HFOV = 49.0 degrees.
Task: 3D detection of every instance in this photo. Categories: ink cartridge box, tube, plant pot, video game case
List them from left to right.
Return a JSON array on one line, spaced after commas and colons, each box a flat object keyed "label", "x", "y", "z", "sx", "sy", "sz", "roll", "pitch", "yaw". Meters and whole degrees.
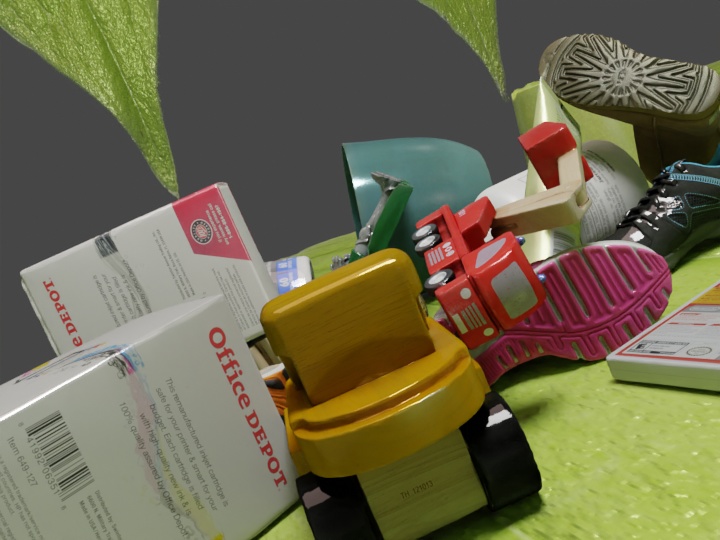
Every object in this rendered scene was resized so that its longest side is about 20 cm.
[{"label": "ink cartridge box", "x": -0.166, "y": 0.128, "z": 0.503, "sx": 0.200, "sy": 0.148, "sz": 0.144, "roll": -30, "pitch": 11, "yaw": -40}, {"label": "ink cartridge box", "x": -0.192, "y": 0.022, "z": 0.757, "sx": 0.199, "sy": 0.145, "sz": 0.084, "roll": -24, "pitch": 8, "yaw": 1}, {"label": "plant pot", "x": 0.074, "y": -0.068, "z": 0.950, "sx": 0.160, "sy": 0.202, "sz": 0.201, "roll": -11, "pitch": 9, "yaw": -1}, {"label": "tube", "x": 0.166, "y": -0.067, "z": 0.680, "sx": 0.052, "sy": 0.201, "sz": 0.058, "roll": 10, "pitch": -26, "yaw": 3}, {"label": "plant pot", "x": 0.275, "y": -0.155, "z": 0.959, "sx": 0.199, "sy": 0.185, "sz": 0.200, "roll": -22, "pitch": 8, "yaw": 3}, {"label": "video game case", "x": 0.269, "y": 0.019, "z": 0.484, "sx": 0.199, "sy": 0.018, "sz": 0.143, "roll": -27, "pitch": 10, "yaw": -25}]

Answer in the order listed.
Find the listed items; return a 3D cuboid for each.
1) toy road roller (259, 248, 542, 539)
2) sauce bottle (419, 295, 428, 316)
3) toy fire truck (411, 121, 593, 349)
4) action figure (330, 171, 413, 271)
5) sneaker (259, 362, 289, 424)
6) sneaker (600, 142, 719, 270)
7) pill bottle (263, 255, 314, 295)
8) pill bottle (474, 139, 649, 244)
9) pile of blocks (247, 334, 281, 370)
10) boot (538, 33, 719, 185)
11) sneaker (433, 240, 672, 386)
[{"label": "toy road roller", "x": 0.008, "y": 0.063, "z": 0.457, "sx": 0.122, "sy": 0.147, "sz": 0.200, "roll": -23, "pitch": 9, "yaw": -4}, {"label": "sauce bottle", "x": 0.033, "y": 0.047, "z": 0.751, "sx": 0.066, "sy": 0.066, "sz": 0.200, "roll": -22, "pitch": 8, "yaw": 5}, {"label": "toy fire truck", "x": 0.109, "y": -0.033, "z": 0.554, "sx": 0.141, "sy": 0.049, "sz": 0.200, "roll": -31, "pitch": 19, "yaw": 10}, {"label": "action figure", "x": 0.000, "y": 0.000, "z": 0.808, "sx": 0.054, "sy": 0.201, "sz": 0.118, "roll": 20, "pitch": 10, "yaw": 7}, {"label": "sneaker", "x": -0.045, "y": 0.095, "z": 0.653, "sx": 0.199, "sy": 0.076, "sz": 0.092, "roll": -20, "pitch": 5, "yaw": 9}, {"label": "sneaker", "x": 0.265, "y": -0.049, "z": 0.690, "sx": 0.199, "sy": 0.082, "sz": 0.073, "roll": -25, "pitch": 11, "yaw": -9}, {"label": "pill bottle", "x": -0.144, "y": 0.055, "z": 0.868, "sx": 0.199, "sy": 0.114, "sz": 0.114, "roll": -10, "pitch": 9, "yaw": -1}, {"label": "pill bottle", "x": 0.169, "y": -0.038, "z": 0.759, "sx": 0.199, "sy": 0.115, "sz": 0.114, "roll": -25, "pitch": 9, "yaw": -19}, {"label": "pile of blocks", "x": -0.076, "y": 0.086, "z": 0.764, "sx": 0.200, "sy": 0.062, "sz": 0.082, "roll": -33, "pitch": 8, "yaw": 4}, {"label": "boot", "x": 0.274, "y": -0.138, "z": 0.772, "sx": 0.175, "sy": 0.066, "sz": 0.200, "roll": 29, "pitch": -3, "yaw": 31}, {"label": "sneaker", "x": 0.126, "y": 0.027, "z": 0.587, "sx": 0.199, "sy": 0.082, "sz": 0.088, "roll": -20, "pitch": 11, "yaw": 14}]
